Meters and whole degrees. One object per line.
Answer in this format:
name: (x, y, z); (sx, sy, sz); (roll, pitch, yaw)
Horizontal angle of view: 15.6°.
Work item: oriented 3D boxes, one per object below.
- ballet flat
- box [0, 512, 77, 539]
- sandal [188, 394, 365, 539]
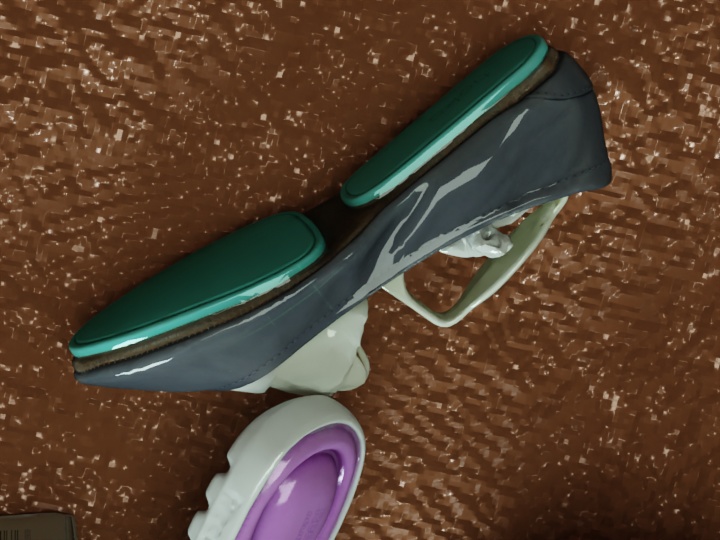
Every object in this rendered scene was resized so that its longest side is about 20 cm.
ballet flat: (0.000, 0.000, 0.884); (0.200, 0.073, 0.073); (-33, 107, -1)
box: (-0.132, 0.190, 0.915); (0.082, 0.068, 0.200); (-2, 105, -7)
sandal: (-0.040, 0.139, 0.895); (0.082, 0.050, 0.203); (-11, 125, -46)
